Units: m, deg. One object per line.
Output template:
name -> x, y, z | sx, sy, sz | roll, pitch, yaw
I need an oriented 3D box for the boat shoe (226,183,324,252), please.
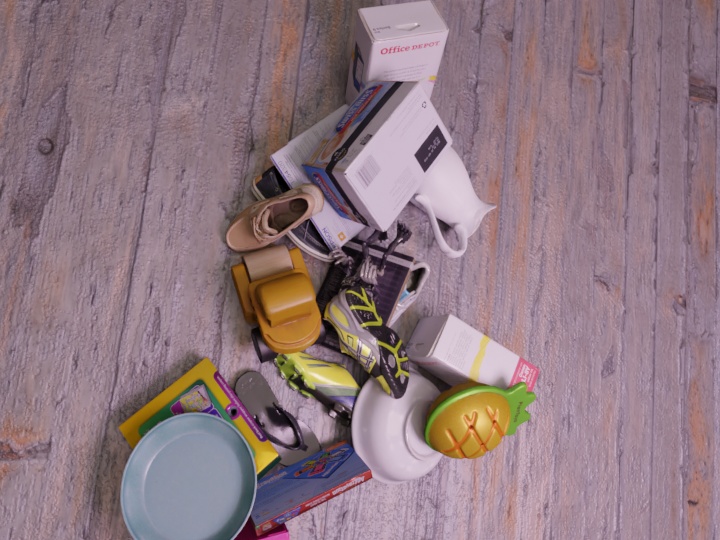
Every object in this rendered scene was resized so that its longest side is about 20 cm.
boat shoe -> -0.154, -0.084, 1.018 | 0.197, 0.065, 0.072 | -27, 99, 23

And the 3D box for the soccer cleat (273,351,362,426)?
soccer cleat -> -0.067, 0.184, 1.066 | 0.199, 0.065, 0.084 | 39, 51, -5

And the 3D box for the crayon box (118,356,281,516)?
crayon box -> -0.250, 0.273, 0.966 | 0.171, 0.059, 0.201 | -38, 74, -16

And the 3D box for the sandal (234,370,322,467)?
sandal -> -0.141, 0.260, 1.034 | 0.076, 0.043, 0.201 | -43, 95, -18

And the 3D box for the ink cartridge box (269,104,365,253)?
ink cartridge box -> -0.044, -0.163, 1.095 | 0.199, 0.043, 0.199 | -39, 101, -29

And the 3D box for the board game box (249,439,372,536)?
board game box -> -0.088, 0.340, 0.977 | 0.196, 0.103, 0.020 | -19, 112, -22

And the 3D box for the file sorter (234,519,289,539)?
file sorter -> -0.207, 0.465, 0.939 | 0.194, 0.139, 0.129 | -8, 87, -17

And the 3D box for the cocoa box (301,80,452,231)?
cocoa box -> 0.028, -0.191, 1.003 | 0.201, 0.130, 0.134 | -52, 129, -14

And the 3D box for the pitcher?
pitcher -> 0.143, -0.136, 1.123 | 0.200, 0.120, 0.173 | 45, 47, -12

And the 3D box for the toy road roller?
toy road roller -> -0.129, 0.036, 0.993 | 0.120, 0.147, 0.204 | -16, 65, -17

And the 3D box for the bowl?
bowl -> 0.087, 0.267, 1.045 | 0.197, 0.089, 0.208 | 3, 84, -34

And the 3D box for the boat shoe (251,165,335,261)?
boat shoe -> -0.107, -0.099, 1.074 | 0.062, 0.075, 0.201 | -41, 92, 23

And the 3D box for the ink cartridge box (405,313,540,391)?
ink cartridge box -> 0.193, 0.163, 1.091 | 0.197, 0.145, 0.085 | 31, 75, -10

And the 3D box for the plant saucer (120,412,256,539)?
plant saucer -> -0.247, 0.314, 0.898 | 0.194, 0.036, 0.206 | 1, 69, -3

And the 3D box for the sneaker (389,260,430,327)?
sneaker -> 0.054, 0.053, 1.098 | 0.075, 0.086, 0.201 | 41, 75, -9

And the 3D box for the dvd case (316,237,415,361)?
dvd case -> -0.005, 0.049, 1.076 | 0.146, 0.016, 0.204 | 18, 76, 25

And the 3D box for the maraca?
maraca -> 0.192, 0.237, 0.988 | 0.194, 0.108, 0.140 | -8, 128, -16

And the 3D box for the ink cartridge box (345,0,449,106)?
ink cartridge box -> 0.059, -0.361, 1.091 | 0.142, 0.202, 0.089 | -15, 63, -16

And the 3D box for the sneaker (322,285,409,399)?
sneaker -> 0.013, 0.120, 0.989 | 0.203, 0.075, 0.075 | 60, 33, -11

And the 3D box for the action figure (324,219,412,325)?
action figure -> 0.000, 0.000, 1.027 | 0.117, 0.102, 0.203 | 25, 77, 35
